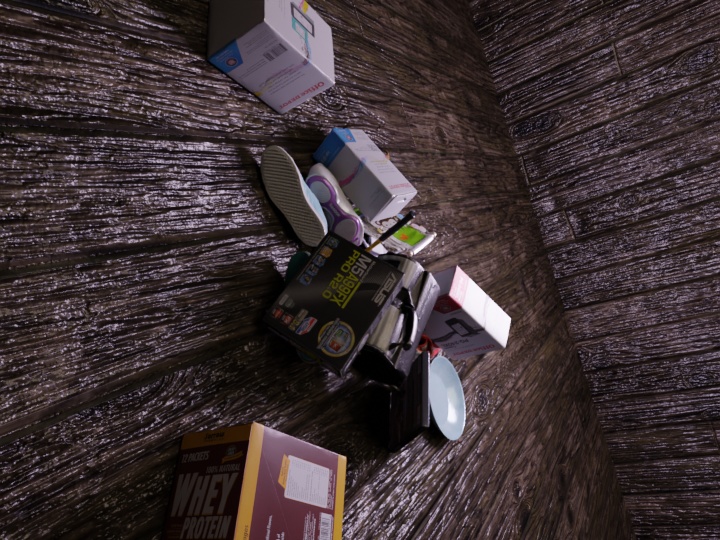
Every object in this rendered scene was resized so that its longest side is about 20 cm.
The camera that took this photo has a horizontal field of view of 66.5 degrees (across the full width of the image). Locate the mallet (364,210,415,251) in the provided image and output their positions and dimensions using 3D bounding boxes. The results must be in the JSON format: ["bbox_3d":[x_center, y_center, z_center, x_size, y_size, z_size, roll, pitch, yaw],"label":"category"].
[{"bbox_3d":[0.042,-0.063,1.143,0.041,0.199,0.066,55,26,3],"label":"mallet"}]

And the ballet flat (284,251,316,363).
[{"bbox_3d":[-0.096,0.068,0.989,0.072,0.071,0.204,14,63,-55],"label":"ballet flat"}]

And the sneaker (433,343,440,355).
[{"bbox_3d":[0.183,0.174,1.326,0.199,0.114,0.080,-6,80,-59],"label":"sneaker"}]

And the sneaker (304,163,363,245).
[{"bbox_3d":[-0.047,-0.137,1.149,0.100,0.074,0.201,-93,158,-55],"label":"sneaker"}]

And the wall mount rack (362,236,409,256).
[{"bbox_3d":[0.075,-0.029,1.274,0.200,0.074,0.175,46,27,-36],"label":"wall mount rack"}]

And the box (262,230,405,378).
[{"bbox_3d":[-0.042,0.051,0.920,0.201,0.159,0.044,-54,163,-21],"label":"box"}]

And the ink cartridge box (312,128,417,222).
[{"bbox_3d":[0.013,-0.210,1.201,0.200,0.085,0.144,48,28,11],"label":"ink cartridge box"}]

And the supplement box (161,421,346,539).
[{"bbox_3d":[-0.133,0.328,0.715,0.200,0.131,0.200,38,45,-43],"label":"supplement box"}]

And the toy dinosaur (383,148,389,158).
[{"bbox_3d":[0.050,-0.279,1.396,0.199,0.060,0.108,-10,82,-60],"label":"toy dinosaur"}]

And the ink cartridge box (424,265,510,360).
[{"bbox_3d":[0.205,0.097,1.180,0.200,0.144,0.084,41,49,-24],"label":"ink cartridge box"}]

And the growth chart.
[{"bbox_3d":[0.065,-0.099,1.238,0.198,0.018,0.145,28,39,11],"label":"growth chart"}]

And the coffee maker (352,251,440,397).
[{"bbox_3d":[0.058,0.097,1.028,0.193,0.133,0.202,77,35,-58],"label":"coffee maker"}]

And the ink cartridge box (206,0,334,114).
[{"bbox_3d":[-0.165,-0.429,1.037,0.199,0.145,0.148,26,52,-51],"label":"ink cartridge box"}]

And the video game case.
[{"bbox_3d":[0.095,0.266,1.091,0.019,0.201,0.145,10,57,-9],"label":"video game case"}]

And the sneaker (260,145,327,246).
[{"bbox_3d":[-0.126,-0.141,1.046,0.082,0.073,0.202,-78,144,-76],"label":"sneaker"}]

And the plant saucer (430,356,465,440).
[{"bbox_3d":[0.201,0.316,1.359,0.200,0.038,0.204,34,48,-48],"label":"plant saucer"}]

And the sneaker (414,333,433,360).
[{"bbox_3d":[0.123,0.208,1.218,0.202,0.107,0.068,55,35,-27],"label":"sneaker"}]
